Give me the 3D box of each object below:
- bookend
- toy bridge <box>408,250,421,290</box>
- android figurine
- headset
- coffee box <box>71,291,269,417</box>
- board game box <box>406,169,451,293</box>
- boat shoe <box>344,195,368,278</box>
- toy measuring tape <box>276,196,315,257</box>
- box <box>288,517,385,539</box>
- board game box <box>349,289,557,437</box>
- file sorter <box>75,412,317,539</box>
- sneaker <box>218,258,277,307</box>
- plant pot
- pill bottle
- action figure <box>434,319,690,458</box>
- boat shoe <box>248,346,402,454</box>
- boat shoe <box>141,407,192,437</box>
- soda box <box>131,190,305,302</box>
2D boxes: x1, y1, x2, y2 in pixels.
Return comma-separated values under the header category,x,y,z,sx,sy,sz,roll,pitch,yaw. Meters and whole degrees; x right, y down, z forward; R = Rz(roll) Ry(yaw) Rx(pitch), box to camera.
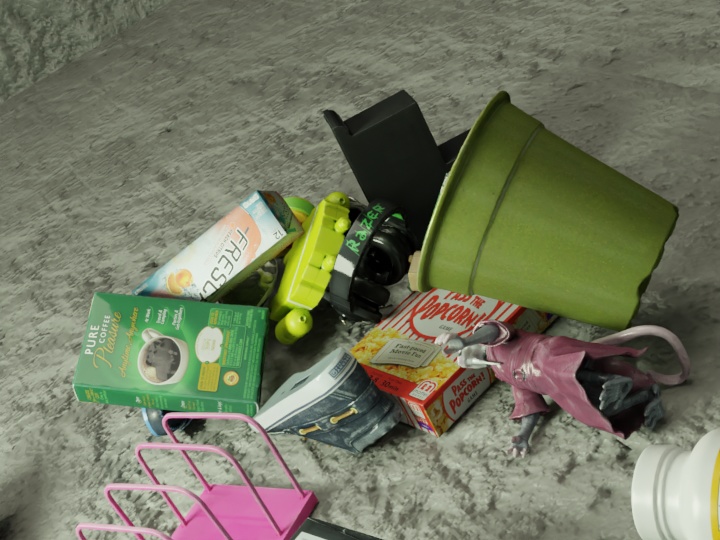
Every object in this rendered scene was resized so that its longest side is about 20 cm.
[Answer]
category,x,y,z,sx,sy,sz,roll,pitch,yaw
bookend,0.090,-0.137,1.326,0.198,0.200,0.092,-28,22,1
toy bridge,0.145,-0.006,1.128,0.200,0.027,0.067,4,48,17
android figurine,-0.057,-0.007,1.303,0.200,0.041,0.182,140,149,-63
headset,0.000,0.000,1.204,0.094,0.200,0.124,25,63,19
coffee box,-0.204,0.092,1.236,0.199,0.044,0.123,4,58,-1
board game box,0.110,-0.058,1.211,0.023,0.200,0.105,40,56,17
boat shoe,-0.004,-0.051,1.396,0.072,0.071,0.200,-6,33,-10
toy measuring tape,-0.124,-0.054,1.522,0.200,0.074,0.074,-16,30,20
box,-0.034,0.299,0.813,0.132,0.115,0.200,3,40,46
board game box,0.088,0.071,1.153,0.200,0.046,0.151,-42,31,-25
file sorter,-0.163,0.237,1.017,0.139,0.126,0.200,-5,36,37
sneaker,-0.139,0.008,1.425,0.074,0.085,0.200,5,37,-1
plant pot,0.178,-0.037,1.020,0.190,0.200,0.200,23,47,13
pill bottle,0.292,0.161,0.766,0.200,0.104,0.104,-3,37,39
action figure,0.162,0.076,0.990,0.149,0.134,0.200,-42,34,-26
boat shoe,-0.040,0.148,1.125,0.071,0.091,0.200,-48,7,-33
boat shoe,-0.191,0.109,1.302,0.069,0.084,0.200,-11,34,22
soda box,-0.164,-0.010,1.301,0.200,0.064,0.068,-38,-7,15
